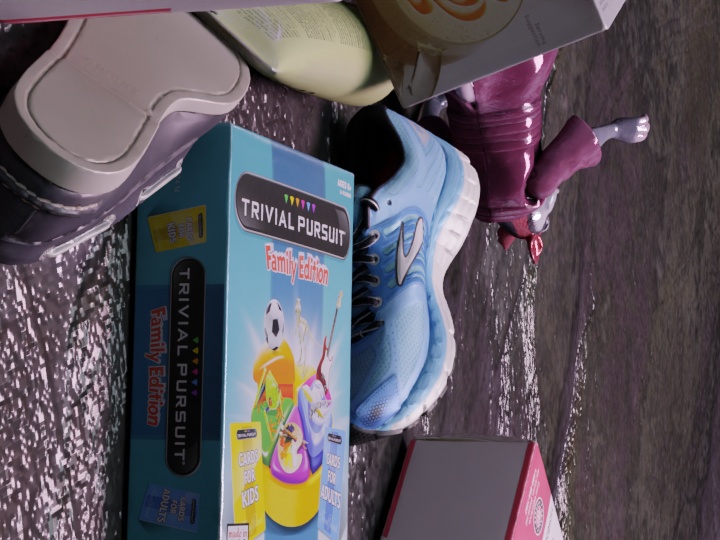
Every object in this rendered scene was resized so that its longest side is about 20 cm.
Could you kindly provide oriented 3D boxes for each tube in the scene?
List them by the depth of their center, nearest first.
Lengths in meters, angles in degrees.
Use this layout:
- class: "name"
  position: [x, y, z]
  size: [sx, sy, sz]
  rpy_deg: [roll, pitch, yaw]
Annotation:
- class: "tube"
  position: [-0.034, -0.110, 0.960]
  size: [0.200, 0.058, 0.052]
  rpy_deg: [-1, 90, -72]

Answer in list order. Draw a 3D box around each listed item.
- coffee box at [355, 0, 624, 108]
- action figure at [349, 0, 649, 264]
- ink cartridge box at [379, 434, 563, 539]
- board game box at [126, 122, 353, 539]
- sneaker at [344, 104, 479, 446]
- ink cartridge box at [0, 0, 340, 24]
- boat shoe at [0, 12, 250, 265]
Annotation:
- class: "coffee box"
  position: [0.037, -0.197, 0.986]
  size: [0.201, 0.114, 0.080]
  rpy_deg: [66, 22, -13]
- class: "action figure"
  position: [0.082, -0.091, 1.159]
  size: [0.149, 0.133, 0.201]
  rpy_deg: [-53, 135, -58]
- class: "ink cartridge box"
  position: [0.072, 0.216, 1.192]
  size: [0.147, 0.082, 0.201]
  rpy_deg: [-71, 152, -43]
- class: "board game box"
  position: [-0.050, 0.045, 0.916]
  size: [0.151, 0.047, 0.201]
  rpy_deg: [15, 75, -69]
- class: "sneaker"
  position: [0.000, 0.000, 1.052]
  size: [0.090, 0.078, 0.201]
  rpy_deg: [43, 43, -38]
- class: "ink cartridge box"
  position: [-0.079, -0.196, 0.701]
  size: [0.085, 0.145, 0.201]
  rpy_deg: [22, 69, -67]
- class: "boat shoe"
  position: [-0.101, -0.058, 0.795]
  size: [0.063, 0.073, 0.200]
  rpy_deg: [-52, -178, 24]
